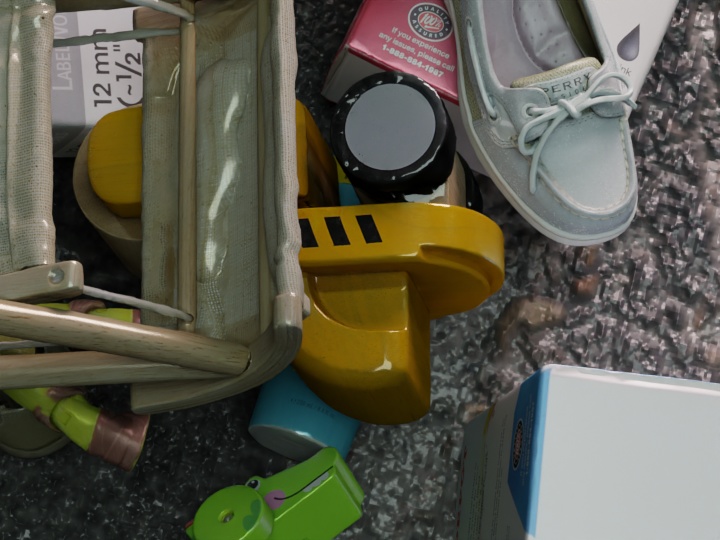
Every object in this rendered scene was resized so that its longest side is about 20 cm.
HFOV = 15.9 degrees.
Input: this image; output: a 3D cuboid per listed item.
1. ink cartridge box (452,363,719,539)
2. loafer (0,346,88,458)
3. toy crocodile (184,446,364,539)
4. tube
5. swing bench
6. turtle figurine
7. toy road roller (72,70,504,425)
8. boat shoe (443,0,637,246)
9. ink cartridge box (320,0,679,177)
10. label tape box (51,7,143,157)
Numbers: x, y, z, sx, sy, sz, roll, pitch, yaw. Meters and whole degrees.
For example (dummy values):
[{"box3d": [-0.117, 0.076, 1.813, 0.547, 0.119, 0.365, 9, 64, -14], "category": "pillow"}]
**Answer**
[{"box3d": [0.128, 0.137, 1.212, 0.146, 0.200, 0.147, 7, 79, -7], "category": "ink cartridge box"}, {"box3d": [-0.195, -0.002, 1.268, 0.076, 0.068, 0.200, -32, 84, -11], "category": "loafer"}, {"box3d": [-0.084, 0.156, 1.252, 0.200, 0.068, 0.062, -40, 42, -4], "category": "toy crocodile"}, {"box3d": [0.000, 0.000, 1.306, 0.077, 0.050, 0.200, 23, 71, -10], "category": "tube"}, {"box3d": [-0.127, -0.051, 1.114, 0.200, 0.130, 0.199, 4, 67, -11], "category": "swing bench"}, {"box3d": [-0.166, 0.021, 1.181, 0.161, 0.064, 0.200, 17, 85, -6], "category": "turtle figurine"}, {"box3d": [-0.032, -0.003, 1.221, 0.200, 0.123, 0.146, -4, 71, 10], "category": "toy road roller"}, {"box3d": [0.082, -0.110, 1.223, 0.074, 0.065, 0.202, -13, 79, -12], "category": "boat shoe"}, {"box3d": [0.089, -0.154, 1.313, 0.145, 0.084, 0.200, 26, 72, -3], "category": "ink cartridge box"}, {"box3d": [-0.155, -0.132, 1.271, 0.200, 0.066, 0.143, -1, 79, -28], "category": "label tape box"}]
